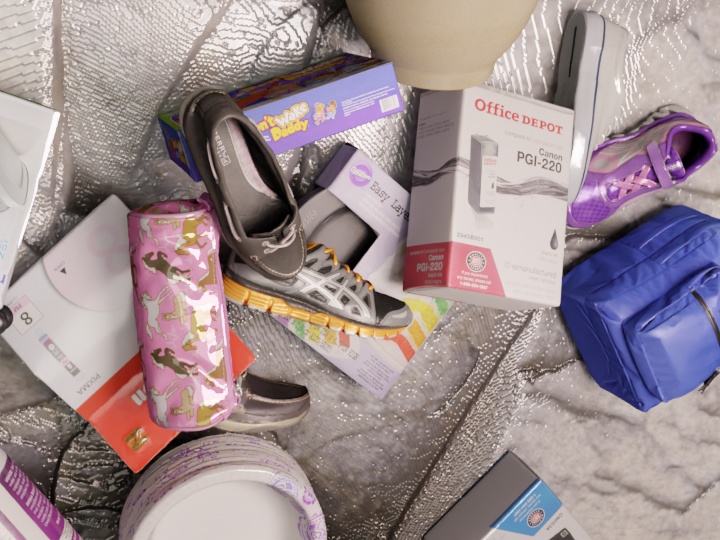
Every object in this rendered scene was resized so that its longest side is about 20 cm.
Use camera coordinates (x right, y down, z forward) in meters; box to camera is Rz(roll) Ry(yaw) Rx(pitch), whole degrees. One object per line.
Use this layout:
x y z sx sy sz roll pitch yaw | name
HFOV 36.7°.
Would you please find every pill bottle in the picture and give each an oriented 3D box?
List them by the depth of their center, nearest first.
-0.347 0.232 0.997 0.112 0.112 0.201 -37 112 -8 | pill bottle

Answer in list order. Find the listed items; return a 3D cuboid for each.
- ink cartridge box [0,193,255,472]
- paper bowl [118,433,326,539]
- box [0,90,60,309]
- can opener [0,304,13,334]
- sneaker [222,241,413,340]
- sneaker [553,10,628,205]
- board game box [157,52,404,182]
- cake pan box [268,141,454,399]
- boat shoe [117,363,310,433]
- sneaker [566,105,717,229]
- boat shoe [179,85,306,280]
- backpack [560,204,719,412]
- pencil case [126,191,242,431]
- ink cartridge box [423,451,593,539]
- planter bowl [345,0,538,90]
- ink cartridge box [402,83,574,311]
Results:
-0.218 0.059 0.999 0.162 0.057 0.200 -42 86 -5 | ink cartridge box
-0.139 0.254 1.072 0.197 0.105 0.204 -7 116 -15 | paper bowl
-0.377 -0.084 0.914 0.197 0.097 0.179 18 92 -23 | box
-0.402 0.038 0.935 0.196 0.063 0.080 7 104 -3 | can opener
-0.035 0.014 1.024 0.197 0.078 0.079 16 89 -23 | sneaker
0.240 -0.164 1.125 0.070 0.073 0.204 10 94 -18 | sneaker
-0.076 -0.143 0.989 0.197 0.134 0.045 -21 110 -14 | board game box
0.000 0.000 1.099 0.199 0.052 0.185 40 86 -23 | cake pan box
-0.139 0.111 1.063 0.197 0.074 0.075 6 102 -22 | boat shoe
0.299 -0.109 1.160 0.198 0.088 0.081 -31 113 -9 | sneaker
-0.090 -0.059 0.903 0.066 0.057 0.202 -35 128 -13 | boat shoe
0.344 0.040 1.174 0.199 0.167 0.164 -34 119 -13 | backpack
-0.155 0.035 0.958 0.085 0.082 0.204 -11 101 -26 | pencil case
0.191 0.332 1.232 0.145 0.084 0.200 -43 113 -6 | ink cartridge box
0.072 -0.249 0.996 0.197 0.201 0.137 -7 123 -18 | planter bowl
0.128 -0.071 1.073 0.144 0.084 0.204 9 80 -30 | ink cartridge box
